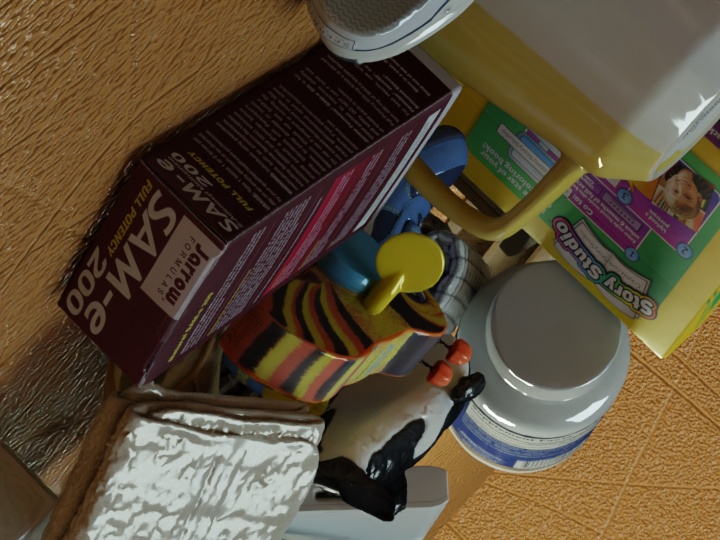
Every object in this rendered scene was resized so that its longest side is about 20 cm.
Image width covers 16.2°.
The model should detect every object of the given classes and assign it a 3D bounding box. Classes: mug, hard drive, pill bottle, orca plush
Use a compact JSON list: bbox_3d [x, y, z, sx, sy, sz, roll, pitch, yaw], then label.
[{"bbox_3d":[0.112,-0.116,1.288,0.149,0.153,0.187,-38,167,-42],"label":"mug"},{"bbox_3d":[-0.020,0.144,1.526,0.131,0.027,0.200,-1,168,-3],"label":"hard drive"},{"bbox_3d":[0.113,0.059,1.625,0.111,0.111,0.200,-44,171,-13],"label":"pill bottle"},{"bbox_3d":[0.023,0.102,1.386,0.104,0.072,0.200,-12,-165,8],"label":"orca plush"}]

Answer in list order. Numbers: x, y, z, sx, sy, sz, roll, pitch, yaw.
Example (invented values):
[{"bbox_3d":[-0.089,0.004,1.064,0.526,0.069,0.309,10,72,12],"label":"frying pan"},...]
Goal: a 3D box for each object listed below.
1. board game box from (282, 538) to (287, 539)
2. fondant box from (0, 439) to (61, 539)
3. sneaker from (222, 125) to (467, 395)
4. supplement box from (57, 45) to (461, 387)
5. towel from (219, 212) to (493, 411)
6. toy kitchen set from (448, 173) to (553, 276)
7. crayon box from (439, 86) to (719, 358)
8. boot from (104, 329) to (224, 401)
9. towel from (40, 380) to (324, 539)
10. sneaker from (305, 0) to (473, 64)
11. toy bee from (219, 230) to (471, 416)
[{"bbox_3d":[-0.050,0.245,1.546,0.148,0.064,0.200,-60,154,3],"label":"board game box"},{"bbox_3d":[-0.223,0.175,1.309,0.144,0.058,0.200,-43,168,-19],"label":"fondant box"},{"bbox_3d":[0.000,0.000,1.474,0.200,0.082,0.074,-46,168,-9],"label":"sneaker"},{"bbox_3d":[-0.046,-0.037,1.209,0.200,0.061,0.109,-37,166,-48],"label":"supplement box"},{"bbox_3d":[-0.010,0.045,1.611,0.200,0.086,0.166,-49,171,1],"label":"towel"},{"bbox_3d":[0.121,-0.001,1.728,0.181,0.163,0.200,-52,168,28],"label":"toy kitchen set"},{"bbox_3d":[0.155,-0.073,1.486,0.058,0.200,0.173,-38,167,-39],"label":"crayon box"},{"bbox_3d":[-0.119,0.117,1.323,0.201,0.066,0.176,98,7,-56],"label":"boot"},{"bbox_3d":[-0.106,0.145,1.269,0.132,0.034,0.201,10,116,-40],"label":"towel"},{"bbox_3d":[0.054,-0.167,1.133,0.199,0.073,0.071,-36,177,-9],"label":"sneaker"},{"bbox_3d":[0.009,0.022,1.338,0.200,0.109,0.131,-49,178,-42],"label":"toy bee"}]
